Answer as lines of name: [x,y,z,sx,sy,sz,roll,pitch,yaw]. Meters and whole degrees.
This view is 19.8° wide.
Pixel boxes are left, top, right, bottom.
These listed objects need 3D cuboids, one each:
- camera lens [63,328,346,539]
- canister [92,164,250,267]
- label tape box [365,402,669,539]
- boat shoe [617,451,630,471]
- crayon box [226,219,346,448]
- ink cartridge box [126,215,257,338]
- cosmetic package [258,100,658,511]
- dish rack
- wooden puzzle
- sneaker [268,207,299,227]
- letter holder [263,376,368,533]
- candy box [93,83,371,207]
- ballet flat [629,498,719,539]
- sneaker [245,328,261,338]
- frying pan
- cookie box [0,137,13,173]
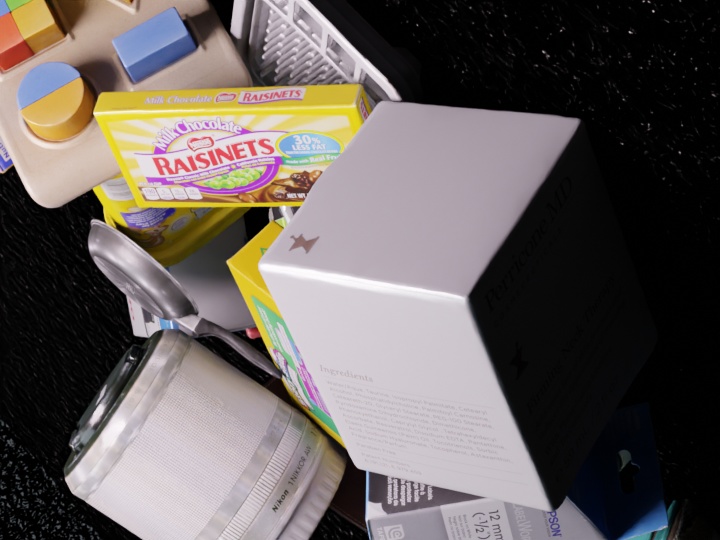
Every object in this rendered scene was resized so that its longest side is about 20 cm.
camera lens: [-0.132,0.158,1.706,0.200,0.160,0.160,35,162,-8]
canister: [-0.150,-0.096,1.637,0.087,0.148,0.200,50,173,19]
label tape box: [0.105,0.131,1.435,0.144,0.199,0.066,-88,-16,-55]
boat shoe: [0.166,0.174,1.634,0.073,0.063,0.200,40,160,16]
crayon box: [-0.007,0.077,1.613,0.172,0.058,0.200,38,161,35]
ink cartridge box: [-0.161,-0.016,1.850,0.200,0.083,0.146,179,81,-74]
cosmetic package: [0.068,0.021,1.351,0.166,0.168,0.201,9,140,36]
dish rack: [-0.021,-0.143,1.481,0.172,0.044,0.200,45,160,10]
wooden puzzle: [-0.202,-0.174,1.533,0.201,0.185,0.046,61,179,17]
sneaker: [-0.062,-0.006,1.708,0.082,0.072,0.201,-6,123,15]
letter holder: [0.006,0.167,1.848,0.200,0.142,0.101,38,158,29]
candy box: [-0.081,-0.086,1.462,0.199,0.027,0.103,0,137,20]
ballet flat: [0.241,0.216,1.572,0.075,0.068,0.200,26,165,-1]
sneaker: [-0.029,0.064,1.817,0.200,0.087,0.074,28,153,45]
frying pan: [-0.154,0.028,1.684,0.190,0.031,0.115,46,165,-21]
cookie box: [-0.272,-0.173,1.732,0.075,0.200,0.171,57,159,-22]
